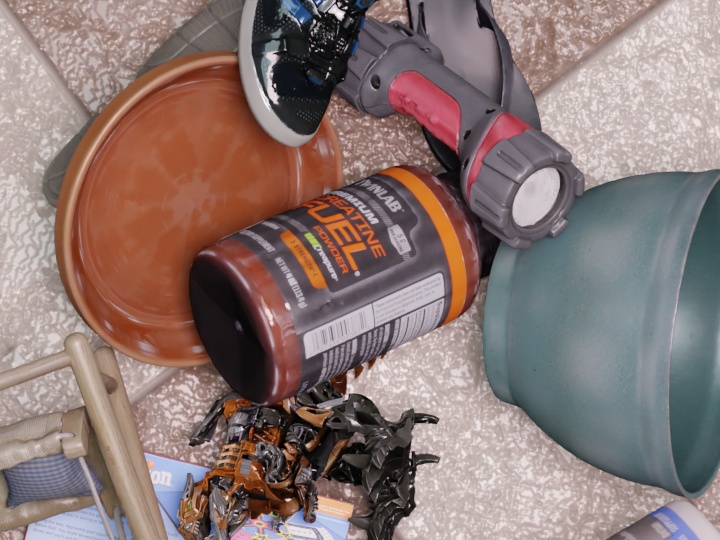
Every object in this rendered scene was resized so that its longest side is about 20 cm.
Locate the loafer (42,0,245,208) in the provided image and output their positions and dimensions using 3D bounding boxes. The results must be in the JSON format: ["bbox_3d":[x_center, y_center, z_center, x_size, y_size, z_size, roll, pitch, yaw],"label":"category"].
[{"bbox_3d":[-0.112,-0.099,1.409,0.200,0.072,0.063,-43,131,-1],"label":"loafer"}]

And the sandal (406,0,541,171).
[{"bbox_3d":[0.065,-0.144,1.437,0.076,0.043,0.201,-17,87,-6],"label":"sandal"}]

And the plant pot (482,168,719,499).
[{"bbox_3d":[0.155,0.031,1.371,0.133,0.200,0.202,8,84,23],"label":"plant pot"}]

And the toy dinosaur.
[{"bbox_3d":[-0.028,0.099,1.383,0.135,0.102,0.201,29,83,23],"label":"toy dinosaur"}]

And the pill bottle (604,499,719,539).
[{"bbox_3d":[0.131,0.229,1.292,0.199,0.114,0.114,-29,88,-8],"label":"pill bottle"}]

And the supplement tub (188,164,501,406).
[{"bbox_3d":[0.000,0.000,1.374,0.199,0.107,0.108,-24,88,-28],"label":"supplement tub"}]

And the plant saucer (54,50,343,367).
[{"bbox_3d":[-0.100,-0.039,1.371,0.199,0.032,0.202,-16,119,-32],"label":"plant saucer"}]

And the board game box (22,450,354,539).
[{"bbox_3d":[-0.112,0.173,1.408,0.199,0.019,0.104,15,86,-4],"label":"board game box"}]

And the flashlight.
[{"bbox_3d":[0.052,-0.087,1.359,0.067,0.200,0.068,3,116,-42],"label":"flashlight"}]

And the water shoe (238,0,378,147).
[{"bbox_3d":[-0.017,-0.174,1.329,0.071,0.079,0.201,22,73,-43],"label":"water shoe"}]

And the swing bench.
[{"bbox_3d":[-0.217,0.166,1.327,0.198,0.130,0.201,-19,84,1],"label":"swing bench"}]
